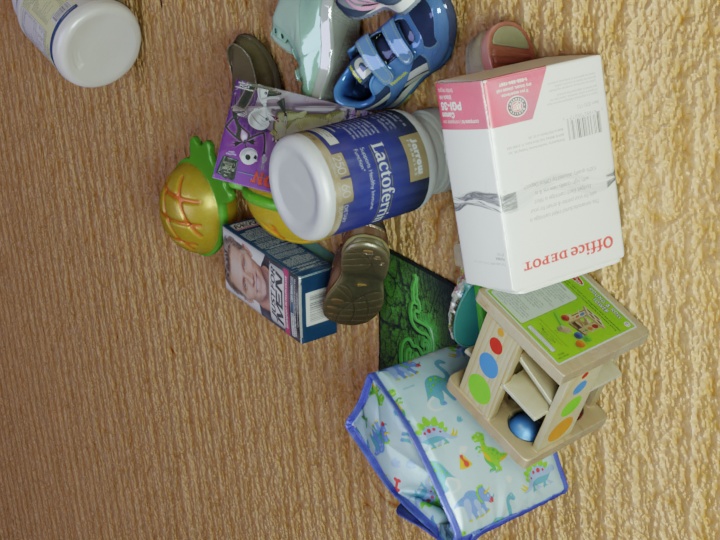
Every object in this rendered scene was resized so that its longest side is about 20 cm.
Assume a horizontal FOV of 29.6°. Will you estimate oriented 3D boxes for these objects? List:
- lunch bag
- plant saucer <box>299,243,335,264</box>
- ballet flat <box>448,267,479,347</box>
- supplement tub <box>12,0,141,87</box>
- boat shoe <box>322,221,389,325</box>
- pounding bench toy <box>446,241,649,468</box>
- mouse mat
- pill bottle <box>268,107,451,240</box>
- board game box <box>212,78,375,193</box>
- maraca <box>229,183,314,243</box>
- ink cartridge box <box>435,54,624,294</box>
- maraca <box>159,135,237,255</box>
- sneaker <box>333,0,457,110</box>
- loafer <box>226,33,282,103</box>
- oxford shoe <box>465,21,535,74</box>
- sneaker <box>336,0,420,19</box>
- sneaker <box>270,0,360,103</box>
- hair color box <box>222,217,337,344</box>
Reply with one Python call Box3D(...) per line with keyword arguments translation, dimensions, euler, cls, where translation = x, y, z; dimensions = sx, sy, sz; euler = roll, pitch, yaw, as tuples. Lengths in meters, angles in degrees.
Box3D(translation=(0.109, 0.193, 1.489), dimensions=(0.200, 0.170, 0.128), euler=(52, 143, 28), cls="lunch bag")
Box3D(translation=(-0.064, -0.004, 1.818), dimensions=(0.200, 0.019, 0.070), euler=(34, 132, 45), cls="plant saucer")
Box3D(translation=(0.141, -0.007, 1.459), dimensions=(0.064, 0.075, 0.200), euler=(-95, 18, -50), cls="ballet flat")
Box3D(translation=(-0.445, -0.389, 2.117), dimensions=(0.200, 0.145, 0.145), euler=(45, 139, 39), cls="supplement tub")
Box3D(translation=(0.000, 0.000, 1.673), dimensions=(0.200, 0.072, 0.068), euler=(108, 171, -56), cls="boat shoe")
Box3D(translation=(0.159, 0.072, 1.381), dimensions=(0.200, 0.124, 0.156), euler=(46, 140, 29), cls="pounding bench toy")
Box3D(translation=(0.069, 0.083, 1.659), dimensions=(0.161, 0.008, 0.201), euler=(29, 129, 49), cls="mouse mat")
Box3D(translation=(0.011, -0.110, 1.472), dimensions=(0.116, 0.199, 0.116), euler=(33, 132, 46), cls="pill bottle")
Box3D(translation=(-0.060, -0.139, 1.569), dimensions=(0.032, 0.199, 0.121), euler=(-44, -33, -83), cls="board game box")
Box3D(translation=(-0.084, -0.094, 1.682), dimensions=(0.200, 0.137, 0.107), euler=(30, 113, 59), cls="maraca")
Box3D(translation=(0.162, -0.093, 1.291), dimensions=(0.083, 0.146, 0.201), euler=(10, 112, 57), cls="ink cartridge box")
Box3D(translation=(-0.226, -0.103, 1.941), dimensions=(0.137, 0.107, 0.200), euler=(53, 144, 18), cls="maraca")
Box3D(translation=(0.037, -0.235, 1.485), dimensions=(0.074, 0.082, 0.200), euler=(63, 145, 18), cls="sneaker")
Box3D(translation=(-0.141, -0.212, 1.791), dimensions=(0.076, 0.067, 0.201), euler=(-16, 91, 59), cls="loafer")
Box3D(translation=(0.147, -0.146, 1.375), dimensions=(0.074, 0.071, 0.201), euler=(-5, 91, 63), cls="oxford shoe")
Box3D(translation=(0.008, -0.320, 1.461), dimensions=(0.082, 0.070, 0.200), euler=(39, 170, -22), cls="sneaker")
Box3D(translation=(-0.057, -0.245, 1.635), dimensions=(0.118, 0.074, 0.201), euler=(20, 111, 45), cls="sneaker")
Box3D(translation=(-0.110, 0.011, 1.824), dimensions=(0.200, 0.060, 0.100), euler=(32, 130, 48), cls="hair color box")
